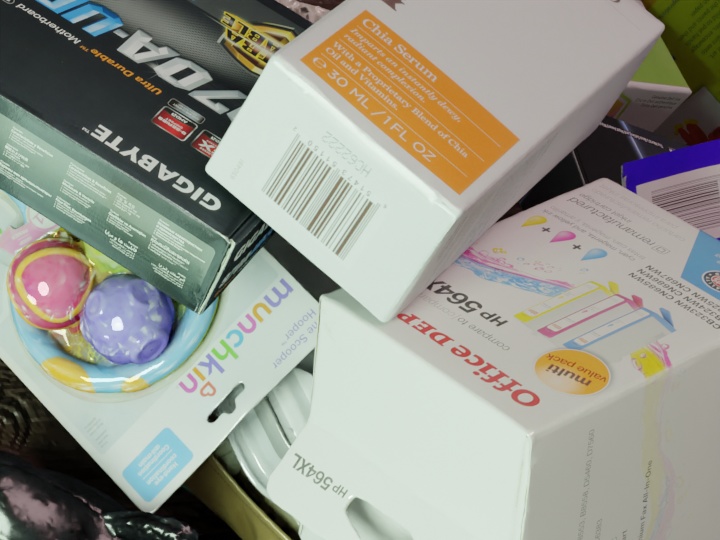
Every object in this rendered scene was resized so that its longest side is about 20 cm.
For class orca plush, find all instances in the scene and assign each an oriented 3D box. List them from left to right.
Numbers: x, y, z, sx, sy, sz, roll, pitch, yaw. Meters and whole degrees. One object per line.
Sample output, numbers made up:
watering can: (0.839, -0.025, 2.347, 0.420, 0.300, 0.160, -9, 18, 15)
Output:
orca plush: (-0.091, 0.137, 1.231, 0.200, 0.071, 0.105, 49, 35, 5)

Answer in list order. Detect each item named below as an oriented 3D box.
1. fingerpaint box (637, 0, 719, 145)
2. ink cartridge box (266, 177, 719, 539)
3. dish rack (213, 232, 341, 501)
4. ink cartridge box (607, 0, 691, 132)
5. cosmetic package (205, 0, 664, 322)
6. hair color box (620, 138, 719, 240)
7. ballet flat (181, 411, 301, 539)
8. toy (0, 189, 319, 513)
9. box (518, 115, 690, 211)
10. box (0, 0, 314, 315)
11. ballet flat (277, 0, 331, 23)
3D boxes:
fingerpaint box: (0.226, -0.113, 1.693, 0.167, 0.200, 0.073, 44, 34, -1)
ink cartridge box: (0.073, 0.067, 1.249, 0.199, 0.126, 0.128, -23, 40, -38)
dish rack: (-0.012, -0.002, 1.340, 0.171, 0.044, 0.201, -16, 74, -42)
ink cartridge box: (0.116, -0.127, 1.594, 0.147, 0.200, 0.076, 2, 53, -44)
cosmetic package: (0.035, -0.073, 1.251, 0.101, 0.071, 0.200, 40, 39, 6)
hair color box: (0.176, 0.052, 1.417, 0.110, 0.064, 0.201, -86, 158, -57)
ballet flat: (-0.037, 0.090, 1.340, 0.200, 0.063, 0.069, 49, 37, 4)
toy: (-0.120, -0.008, 1.276, 0.200, 0.115, 0.047, 45, 1, 22)
box: (0.169, 0.005, 1.581, 0.199, 0.043, 0.161, 16, 48, -47)
box: (-0.107, -0.085, 1.273, 0.199, 0.046, 0.159, 32, 39, 7)
ballet flat: (-0.062, -0.117, 1.525, 0.199, 0.072, 0.072, 16, 44, -33)
